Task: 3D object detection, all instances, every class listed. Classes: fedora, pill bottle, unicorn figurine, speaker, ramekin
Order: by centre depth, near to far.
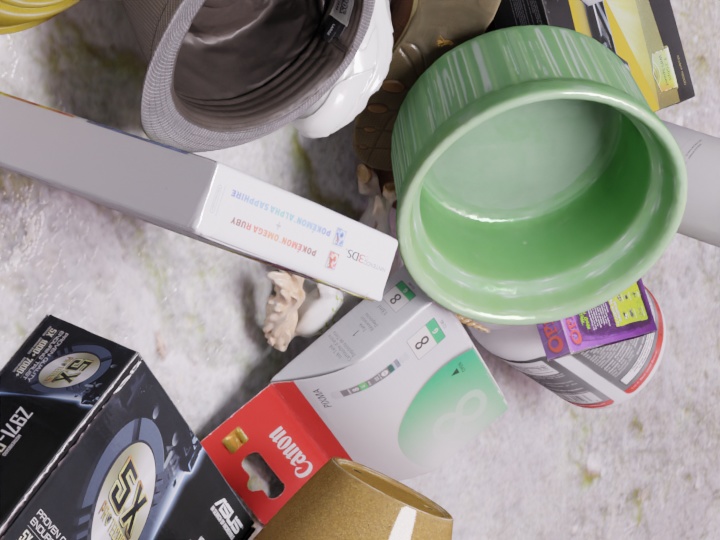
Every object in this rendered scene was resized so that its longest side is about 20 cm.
[{"bbox_3d":[-0.081,-0.164,1.272,0.199,0.090,0.178,-11,136,-50],"label":"fedora"},{"bbox_3d":[0.114,-0.069,1.415,0.198,0.098,0.201,-6,132,-7],"label":"ramekin"},{"bbox_3d":[0.000,0.000,1.497,0.199,0.074,0.138,-19,131,-30],"label":"unicorn figurine"},{"bbox_3d":[0.224,-0.080,1.621,0.081,0.199,0.082,-26,126,-42],"label":"speaker"},{"bbox_3d":[0.152,0.028,1.649,0.200,0.115,0.117,33,80,-50],"label":"pill bottle"}]

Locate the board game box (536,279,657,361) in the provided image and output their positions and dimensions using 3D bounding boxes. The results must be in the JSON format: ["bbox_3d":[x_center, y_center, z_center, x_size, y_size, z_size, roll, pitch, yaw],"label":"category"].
[{"bbox_3d":[0.153,-0.039,1.558,0.120,0.032,0.202,-8,80,-53],"label":"board game box"}]

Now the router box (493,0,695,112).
[{"bbox_3d":[0.164,-0.204,1.551,0.157,0.052,0.202,-23,98,-45],"label":"router box"}]

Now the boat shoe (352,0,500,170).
[{"bbox_3d":[0.048,-0.161,1.437,0.071,0.068,0.201,14,123,-14],"label":"boat shoe"}]

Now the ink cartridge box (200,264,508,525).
[{"bbox_3d":[-0.001,0.110,1.495,0.200,0.050,0.161,-42,140,-6],"label":"ink cartridge box"}]

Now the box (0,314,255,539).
[{"bbox_3d":[-0.176,0.159,1.324,0.164,0.086,0.201,-52,140,-23],"label":"box"}]

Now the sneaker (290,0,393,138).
[{"bbox_3d":[-0.025,-0.191,1.376,0.099,0.078,0.202,17,85,-45],"label":"sneaker"}]

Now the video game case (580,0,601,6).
[{"bbox_3d":[0.112,-0.304,1.418,0.181,0.045,0.202,25,49,-54],"label":"video game case"}]

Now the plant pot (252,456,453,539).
[{"bbox_3d":[-0.022,0.235,1.391,0.186,0.186,0.201,24,92,-53],"label":"plant pot"}]

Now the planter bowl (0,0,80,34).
[{"bbox_3d":[-0.169,-0.222,1.160,0.200,0.083,0.202,-25,124,-44],"label":"planter bowl"}]

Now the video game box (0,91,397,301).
[{"bbox_3d":[-0.105,-0.044,1.227,0.182,0.199,0.047,26,85,-53],"label":"video game box"}]

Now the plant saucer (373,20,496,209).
[{"bbox_3d":[0.076,-0.134,1.551,0.199,0.034,0.202,-24,123,-43],"label":"plant saucer"}]
